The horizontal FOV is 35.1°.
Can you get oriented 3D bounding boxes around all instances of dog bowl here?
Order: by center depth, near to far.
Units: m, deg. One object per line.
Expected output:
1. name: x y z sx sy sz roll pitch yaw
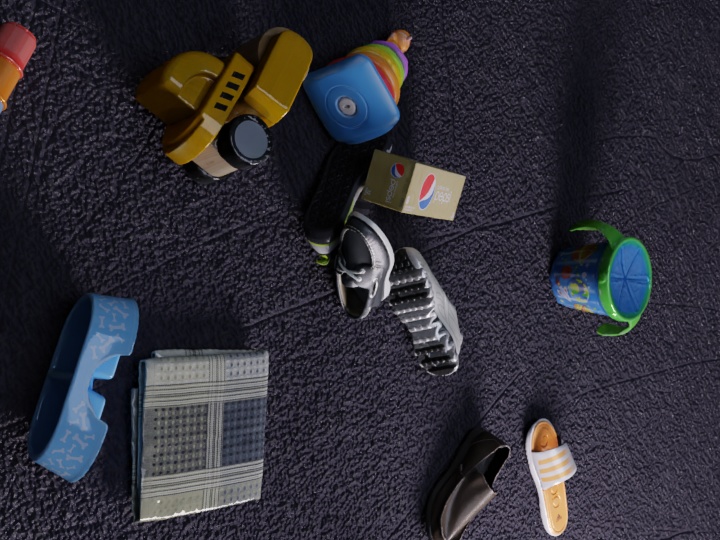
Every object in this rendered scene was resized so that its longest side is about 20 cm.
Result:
1. dog bowl: -0.293 0.117 1.193 0.049 0.111 0.202 22 75 -29

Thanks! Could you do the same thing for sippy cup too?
1. sippy cup: 0.386 0.013 1.862 0.139 0.130 0.180 11 83 -44

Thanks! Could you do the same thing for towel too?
1. towel: -0.192 0.190 1.355 0.199 0.034 0.195 1 93 -48

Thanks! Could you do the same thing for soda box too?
1. soda box: 0.075 -0.112 1.534 0.200 0.063 0.068 3 105 -66

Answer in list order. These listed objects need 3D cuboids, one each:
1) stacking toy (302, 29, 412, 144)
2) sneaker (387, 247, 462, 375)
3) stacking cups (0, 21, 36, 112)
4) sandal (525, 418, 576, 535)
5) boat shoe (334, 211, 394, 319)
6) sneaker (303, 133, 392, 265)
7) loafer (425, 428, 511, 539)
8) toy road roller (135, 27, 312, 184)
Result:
1. stacking toy: 0.021 -0.266 1.520 0.110 0.115 0.201 58 40 -23
2. sneaker: 0.094 0.049 1.617 0.081 0.074 0.202 -52 128 -48
3. stacking cups: -0.388 -0.159 1.130 0.060 0.060 0.202 41 58 -38
4. sandal: 0.325 0.338 1.858 0.079 0.059 0.209 -29 111 -41
5. boat shoe: 0.000 0.000 1.462 0.060 0.075 0.201 -47 153 -20
6. sneaker: -0.018 -0.097 1.509 0.201 0.071 0.083 -58 151 -26
7. loafer: 0.161 0.322 1.682 0.073 0.071 0.201 48 59 -35
8. toy road roller: -0.161 -0.209 1.301 0.146 0.122 0.201 38 63 -26
